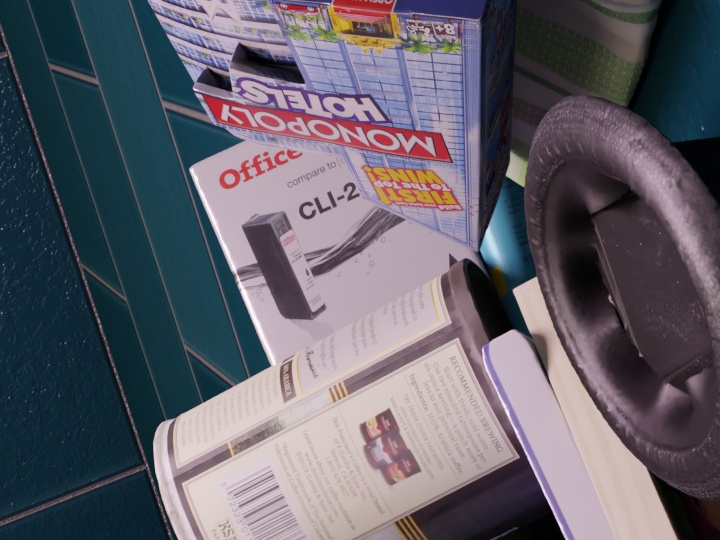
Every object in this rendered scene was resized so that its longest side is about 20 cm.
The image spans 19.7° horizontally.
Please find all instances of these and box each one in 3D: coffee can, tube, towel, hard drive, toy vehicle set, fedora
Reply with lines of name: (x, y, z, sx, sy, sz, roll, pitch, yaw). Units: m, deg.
coffee can: (0.006, 0.103, 1.150, 0.147, 0.199, 0.146, 58, -169, -19)
tube: (0.079, -0.042, 1.154, 0.050, 0.077, 0.201, -20, 90, 35)
towel: (0.063, -0.108, 1.014, 0.149, 0.031, 0.200, 28, 154, 10)
hard drive: (0.123, 0.106, 1.076, 0.132, 0.025, 0.200, 65, -168, 16)
toy vehicle set: (0.139, 0.106, 1.011, 0.124, 0.026, 0.201, 47, -162, -51)
fedora: (0.149, 0.001, 0.880, 0.201, 0.091, 0.201, 159, 90, -76)

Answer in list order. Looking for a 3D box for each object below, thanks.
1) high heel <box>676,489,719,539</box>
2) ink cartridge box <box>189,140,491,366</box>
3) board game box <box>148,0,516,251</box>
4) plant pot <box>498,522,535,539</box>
high heel: (0.169, 0.082, 0.955, 0.096, 0.067, 0.200, 66, 173, -31)
ink cartridge box: (0.000, 0.000, 1.286, 0.084, 0.144, 0.201, 54, -168, -77)
board game box: (-0.004, -0.092, 0.999, 0.199, 0.062, 0.200, 9, 151, 23)
plant pot: (0.045, 0.246, 1.325, 0.201, 0.199, 0.193, 87, 165, -49)
